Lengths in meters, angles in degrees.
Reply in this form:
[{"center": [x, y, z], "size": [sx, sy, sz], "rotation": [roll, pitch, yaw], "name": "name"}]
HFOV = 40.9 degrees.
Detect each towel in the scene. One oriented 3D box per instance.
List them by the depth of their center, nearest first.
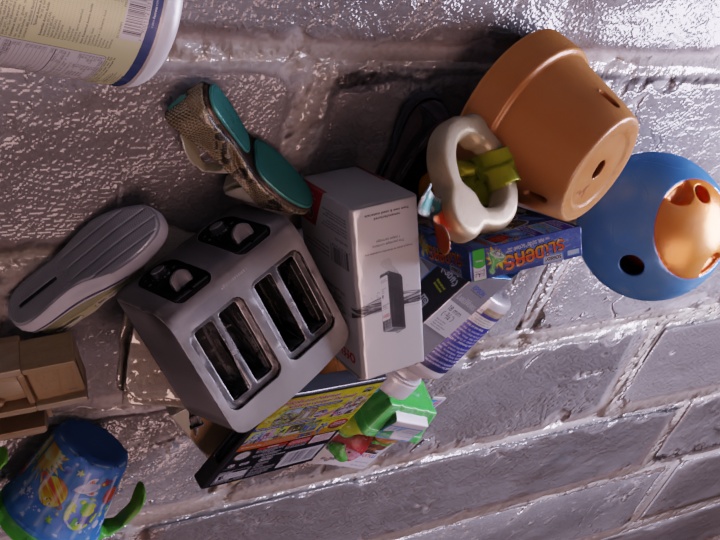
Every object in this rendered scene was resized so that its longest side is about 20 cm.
[{"center": [-0.196, 0.054, 1.070], "size": [0.132, 0.034, 0.202], "rotation": [11, 90, -38], "name": "towel"}]

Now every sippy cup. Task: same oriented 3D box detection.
[{"center": [-0.355, 0.259, 1.179], "size": [0.131, 0.139, 0.178], "rotation": [-57, 162, 11], "name": "sippy cup"}]

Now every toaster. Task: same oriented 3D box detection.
[{"center": [-0.131, 0.057, 1.025], "size": [0.181, 0.118, 0.201], "rotation": [-39, 118, -26], "name": "toaster"}]

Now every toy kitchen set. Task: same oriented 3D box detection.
[{"center": [-0.385, 0.195, 1.024], "size": [0.198, 0.181, 0.164], "rotation": [-11, 145, -10], "name": "toy kitchen set"}]

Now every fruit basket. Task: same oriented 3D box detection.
[{"center": [0.010, 0.240, 1.436], "size": [0.185, 0.094, 0.200], "rotation": [19, 121, -45], "name": "fruit basket"}]

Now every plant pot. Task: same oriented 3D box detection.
[{"center": [0.219, -0.151, 1.097], "size": [0.200, 0.140, 0.201], "rotation": [-38, 152, -24], "name": "plant pot"}]

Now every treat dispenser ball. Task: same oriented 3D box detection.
[{"center": [0.394, -0.060, 1.307], "size": [0.200, 0.201, 0.202], "rotation": [-19, 139, -17], "name": "treat dispenser ball"}]

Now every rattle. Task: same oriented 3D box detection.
[{"center": [0.071, -0.069, 0.992], "size": [0.200, 0.142, 0.131], "rotation": [-57, 131, -41], "name": "rattle"}]

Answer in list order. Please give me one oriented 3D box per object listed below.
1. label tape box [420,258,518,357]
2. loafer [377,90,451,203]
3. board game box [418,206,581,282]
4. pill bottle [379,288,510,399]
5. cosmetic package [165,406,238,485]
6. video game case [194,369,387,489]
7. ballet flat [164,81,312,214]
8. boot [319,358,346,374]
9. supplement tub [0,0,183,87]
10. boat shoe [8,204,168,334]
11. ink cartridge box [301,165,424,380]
[{"center": [0.096, -0.005, 1.201], "size": [0.200, 0.144, 0.063], "rotation": [-43, 138, 11], "name": "label tape box"}, {"center": [0.064, -0.110, 1.133], "size": [0.071, 0.063, 0.201], "rotation": [-12, 136, -27], "name": "loafer"}, {"center": [0.131, -0.040, 1.066], "size": [0.134, 0.200, 0.035], "rotation": [-13, 108, -19], "name": "board game box"}, {"center": [0.094, 0.075, 1.300], "size": [0.200, 0.120, 0.119], "rotation": [-48, 139, 17], "name": "pill bottle"}, {"center": [-0.186, 0.176, 1.223], "size": [0.071, 0.105, 0.200], "rotation": [-30, 143, -5], "name": "cosmetic package"}, {"center": [-0.083, 0.190, 1.186], "size": [0.199, 0.026, 0.181], "rotation": [-2, 139, -51], "name": "video game case"}, {"center": [-0.130, -0.116, 1.002], "size": [0.075, 0.068, 0.200], "rotation": [-22, 140, 21], "name": "ballet flat"}, {"center": [-0.086, 0.096, 1.209], "size": [0.188, 0.068, 0.201], "rotation": [-30, 126, -25], "name": "boot"}, {"center": [-0.250, -0.224, 0.730], "size": [0.199, 0.145, 0.146], "rotation": [4, 128, -37], "name": "supplement tub"}, {"center": [-0.279, 0.000, 1.015], "size": [0.199, 0.072, 0.062], "rotation": [-31, 156, 12], "name": "boat shoe"}, {"center": [0.000, 0.000, 1.086], "size": [0.083, 0.144, 0.202], "rotation": [-13, 114, -23], "name": "ink cartridge box"}]
